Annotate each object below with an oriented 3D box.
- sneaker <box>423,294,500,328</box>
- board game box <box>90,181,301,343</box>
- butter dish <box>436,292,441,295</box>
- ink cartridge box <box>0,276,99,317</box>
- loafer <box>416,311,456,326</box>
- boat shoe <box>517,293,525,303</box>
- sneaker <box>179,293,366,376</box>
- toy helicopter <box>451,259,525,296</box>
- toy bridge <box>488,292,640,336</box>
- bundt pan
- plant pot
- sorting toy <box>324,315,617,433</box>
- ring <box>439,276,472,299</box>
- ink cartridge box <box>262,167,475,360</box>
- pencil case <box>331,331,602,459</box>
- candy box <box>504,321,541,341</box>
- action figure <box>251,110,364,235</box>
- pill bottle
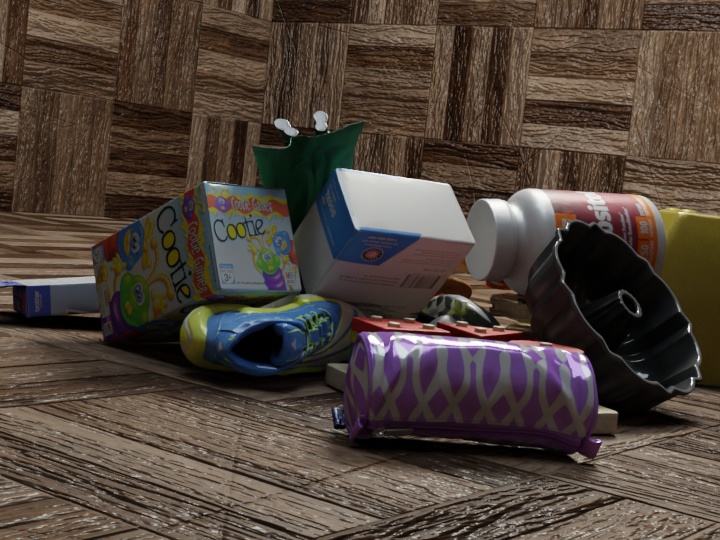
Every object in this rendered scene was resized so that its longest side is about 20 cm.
[{"bbox_3d":[0.116,0.060,1.438,0.083,0.076,0.199,-2,8,-29],"label":"sneaker"},{"bbox_3d":[-0.165,-0.002,1.209,0.104,0.105,0.199,2,-18,-44],"label":"board game box"},{"bbox_3d":[-0.006,-0.030,1.577,0.197,0.150,0.200,-11,-18,10],"label":"butter dish"},{"bbox_3d":[-0.312,0.027,1.366,0.197,0.043,0.119,0,2,-23],"label":"ink cartridge box"},{"bbox_3d":[0.076,0.071,1.342,0.071,0.064,0.199,3,6,-38],"label":"loafer"},{"bbox_3d":[0.225,0.023,1.480,0.089,0.072,0.200,2,-3,10],"label":"boat shoe"},{"bbox_3d":[-0.062,0.069,1.131,0.197,0.077,0.105,-4,12,-31],"label":"sneaker"},{"bbox_3d":[0.124,-0.005,1.401,0.197,0.080,0.132,-4,16,-18],"label":"toy helicopter"},{"bbox_3d":[0.219,0.049,1.346,0.067,0.028,0.198,-3,8,-45],"label":"toy bridge"},{"bbox_3d":[0.237,0.054,1.198,0.200,0.204,0.076,2,-37,-48],"label":"bundt pan"},{"bbox_3d":[0.420,0.029,1.515,0.192,0.204,0.194,6,4,2],"label":"plant pot"},{"bbox_3d":[0.098,0.088,1.100,0.196,0.071,0.199,5,4,-26],"label":"sorting toy"},{"bbox_3d":[0.040,0.035,1.523,0.197,0.020,0.201,-8,-17,-2],"label":"ring"},{"bbox_3d":[0.000,0.000,1.251,0.143,0.201,0.085,5,48,-32],"label":"ink cartridge box"},{"bbox_3d":[0.081,0.095,0.933,0.196,0.085,0.086,3,40,-12],"label":"pencil case"},{"bbox_3d":[0.234,0.088,1.409,0.113,0.056,0.200,6,5,16],"label":"candy box"},{"bbox_3d":[-0.059,-0.067,1.254,0.116,0.202,0.055,-11,46,-16],"label":"action figure"},{"bbox_3d":[0.217,-0.029,1.319,0.197,0.115,0.113,1,6,-19],"label":"pill bottle"}]
